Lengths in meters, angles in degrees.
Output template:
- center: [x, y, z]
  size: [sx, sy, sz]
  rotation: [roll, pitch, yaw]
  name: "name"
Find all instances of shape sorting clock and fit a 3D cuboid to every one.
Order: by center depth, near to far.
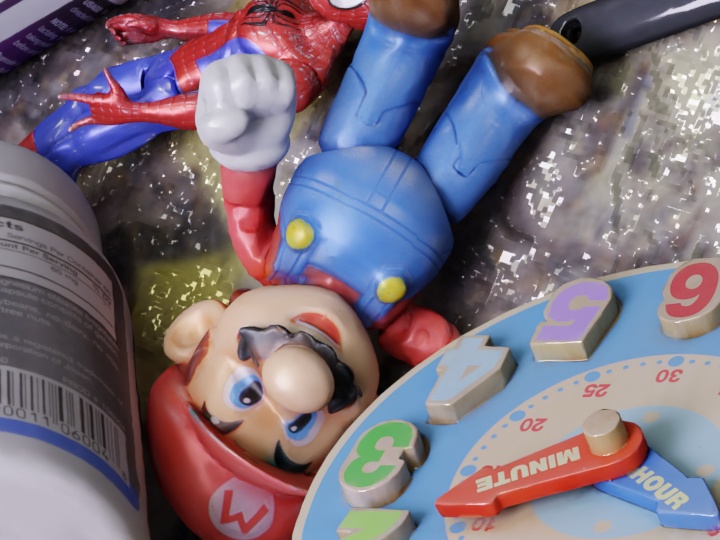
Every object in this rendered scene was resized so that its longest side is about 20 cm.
- center: [0.074, 0.056, 0.699]
  size: [0.199, 0.039, 0.200]
  rotation: [-16, 35, 12]
  name: "shape sorting clock"

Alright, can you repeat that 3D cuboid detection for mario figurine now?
- center: [0.000, 0.000, 0.802]
  size: [0.123, 0.106, 0.200]
  rotation: [24, 83, 32]
  name: "mario figurine"

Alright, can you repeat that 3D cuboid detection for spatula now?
- center: [0.149, -0.099, 0.803]
  size: [0.199, 0.021, 0.057]
  rotation: [-13, 70, 26]
  name: "spatula"

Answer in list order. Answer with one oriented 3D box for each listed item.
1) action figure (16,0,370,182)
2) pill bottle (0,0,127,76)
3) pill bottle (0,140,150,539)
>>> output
- center: [-0.076, -0.064, 0.897]
  size: [0.199, 0.052, 0.066]
  rotation: [-20, 29, 21]
  name: "action figure"
- center: [-0.155, -0.125, 0.927]
  size: [0.200, 0.112, 0.113]
  rotation: [-29, 60, 10]
  name: "pill bottle"
- center: [-0.129, 0.046, 0.816]
  size: [0.114, 0.114, 0.200]
  rotation: [-35, 31, 14]
  name: "pill bottle"
